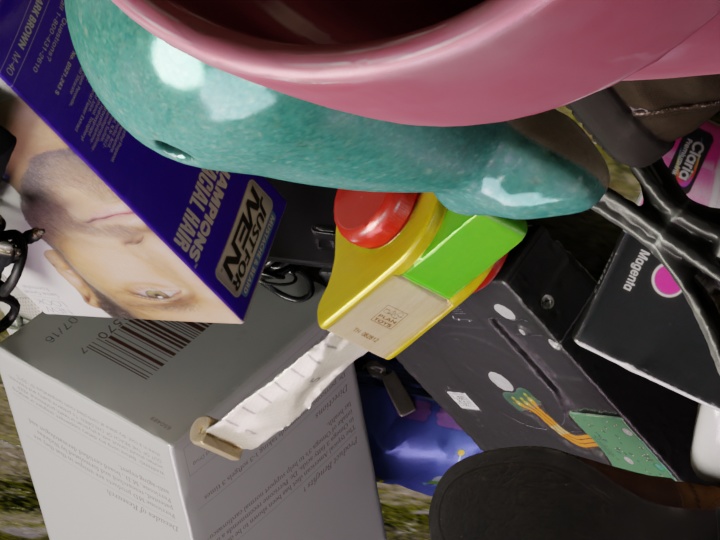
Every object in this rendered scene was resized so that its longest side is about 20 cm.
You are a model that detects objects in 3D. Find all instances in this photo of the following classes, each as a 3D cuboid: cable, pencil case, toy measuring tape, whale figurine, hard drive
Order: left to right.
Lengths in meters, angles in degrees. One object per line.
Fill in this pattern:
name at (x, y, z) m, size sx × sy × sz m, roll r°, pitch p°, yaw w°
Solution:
whale figurine at (-0.011, -0.062, 0.930) m, size 0.200 × 0.104 × 0.159 m, roll 38°, pitch 162°, yaw -32°
toy measuring tape at (0.000, 0.000, 1.149) m, size 0.073 × 0.074 × 0.200 m, roll 26°, pitch 129°, yaw -33°
pencil case at (0.070, 0.082, 1.388) m, size 0.199 × 0.078 × 0.087 m, roll 15°, pitch 156°, yaw -1°
hard drive at (0.088, 0.055, 1.241) m, size 0.200 × 0.038 × 0.139 m, roll 48°, pitch 156°, yaw -25°
cable at (0.125, -0.005, 1.007) m, size 0.199 × 0.098 × 0.050 m, roll 30°, pitch -175°, yaw 14°

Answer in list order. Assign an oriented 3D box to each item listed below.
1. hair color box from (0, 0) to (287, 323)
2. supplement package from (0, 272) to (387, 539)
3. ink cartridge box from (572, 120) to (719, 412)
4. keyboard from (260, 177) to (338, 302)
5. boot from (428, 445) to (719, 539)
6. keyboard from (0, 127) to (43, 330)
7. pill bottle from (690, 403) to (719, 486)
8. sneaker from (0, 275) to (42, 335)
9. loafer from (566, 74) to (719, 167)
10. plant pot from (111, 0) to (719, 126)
hair color box at (-0.127, -0.054, 1.117) m, size 0.109 × 0.065 × 0.200 m, roll 2°, pitch 153°, yaw 33°
supplement package at (-0.072, 0.096, 1.310) m, size 0.117 × 0.117 × 0.201 m, roll 25°, pitch 141°, yaw 34°
ink cartridge box at (0.186, 0.025, 1.034) m, size 0.199 × 0.095 × 0.037 m, roll 25°, pitch -175°, yaw 2°
keyboard at (-0.085, -0.041, 1.233) m, size 0.199 × 0.040 × 0.104 m, roll 9°, pitch 138°, yaw 21°
boot at (0.148, 0.117, 1.153) m, size 0.187 × 0.069 × 0.200 m, roll -3°, pitch 168°, yaw 30°
keyboard at (-0.176, -0.014, 1.093) m, size 0.104 × 0.040 × 0.200 m, roll 26°, pitch 157°, yaw -5°
pill bottle at (0.235, 0.048, 1.103) m, size 0.199 × 0.113 × 0.112 m, roll 12°, pitch 162°, yaw 6°
sneaker at (-0.126, 0.032, 1.369) m, size 0.081 × 0.089 × 0.200 m, roll 0°, pitch 157°, yaw 38°
loafer at (0.068, -0.106, 0.862) m, size 0.071 × 0.073 × 0.200 m, roll -26°, pitch 146°, yaw 17°
plant pot at (0.049, -0.123, 0.637) m, size 0.199 × 0.201 × 0.179 m, roll 1°, pitch 173°, yaw 35°
